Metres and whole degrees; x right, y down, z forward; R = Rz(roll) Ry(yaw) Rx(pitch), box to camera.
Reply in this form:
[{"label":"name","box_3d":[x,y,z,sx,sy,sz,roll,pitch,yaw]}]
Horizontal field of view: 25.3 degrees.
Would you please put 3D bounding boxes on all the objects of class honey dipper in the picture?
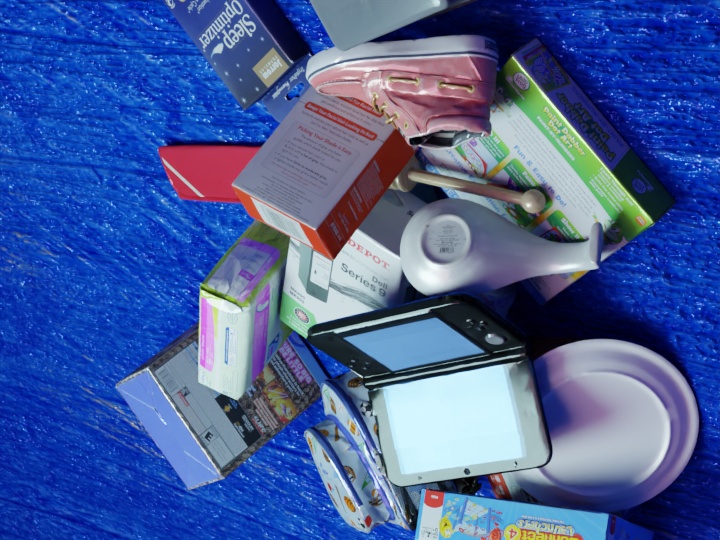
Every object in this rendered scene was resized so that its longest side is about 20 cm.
[{"label":"honey dipper","box_3d":[0.091,-0.085,1.542,0.200,0.038,0.038,14,130,36]}]

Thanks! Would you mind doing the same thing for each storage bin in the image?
[{"label":"storage bin","box_3d":[0.044,-0.281,1.408,0.200,0.134,0.146,-14,110,51]}]

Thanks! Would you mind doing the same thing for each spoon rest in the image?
[{"label":"spoon rest","box_3d":[0.131,-0.019,1.491,0.199,0.100,0.061,2,165,23]}]

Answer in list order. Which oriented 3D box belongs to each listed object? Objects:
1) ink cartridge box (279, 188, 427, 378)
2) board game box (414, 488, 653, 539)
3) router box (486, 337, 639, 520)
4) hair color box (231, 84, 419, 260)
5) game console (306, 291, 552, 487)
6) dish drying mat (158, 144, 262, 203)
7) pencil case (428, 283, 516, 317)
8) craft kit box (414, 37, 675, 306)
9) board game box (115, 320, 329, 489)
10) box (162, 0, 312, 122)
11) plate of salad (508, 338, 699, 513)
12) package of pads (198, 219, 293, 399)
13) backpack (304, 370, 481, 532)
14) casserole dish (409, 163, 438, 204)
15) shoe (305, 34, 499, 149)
[{"label":"ink cartridge box","box_3d":[0.000,0.000,1.674,0.146,0.084,0.200,34,140,22]},{"label":"board game box","box_3d":[0.182,0.274,1.644,0.195,0.056,0.200,5,168,24]},{"label":"router box","box_3d":[0.191,0.166,1.703,0.179,0.049,0.200,-3,118,48]},{"label":"hair color box","box_3d":[-0.017,-0.121,1.551,0.111,0.200,0.064,28,163,29]},{"label":"game console","box_3d":[0.065,0.119,1.551,0.200,0.119,0.171,-14,147,35]},{"label":"dish drying mat","box_3d":[-0.160,-0.112,1.872,0.200,0.018,0.077,6,123,45]},{"label":"pencil case","box_3d":[0.087,0.083,1.655,0.200,0.083,0.091,-65,24,22]},{"label":"craft kit box","box_3d":[0.169,-0.088,1.516,0.200,0.048,0.198,50,147,2]},{"label":"board game box","box_3d":[-0.163,0.138,1.935,0.160,0.200,0.097,56,145,-6]},{"label":"box","box_3d":[-0.129,-0.254,1.707,0.200,0.032,0.121,52,144,-2]},{"label":"plate of salad","box_3d":[0.234,0.152,1.587,0.199,0.048,0.201,1,115,2]},{"label":"package of pads","box_3d":[-0.108,0.021,1.774,0.068,0.200,0.155,22,136,15]},{"label":"backpack","box_3d":[0.020,0.199,1.822,0.191,0.154,0.200,71,162,-1]},{"label":"casserole dish","box_3d":[0.034,-0.054,1.696,0.121,0.039,0.200,-1,119,47]},{"label":"shoe","box_3d":[0.034,-0.159,1.478,0.200,0.071,0.091,-2,79,31]}]
